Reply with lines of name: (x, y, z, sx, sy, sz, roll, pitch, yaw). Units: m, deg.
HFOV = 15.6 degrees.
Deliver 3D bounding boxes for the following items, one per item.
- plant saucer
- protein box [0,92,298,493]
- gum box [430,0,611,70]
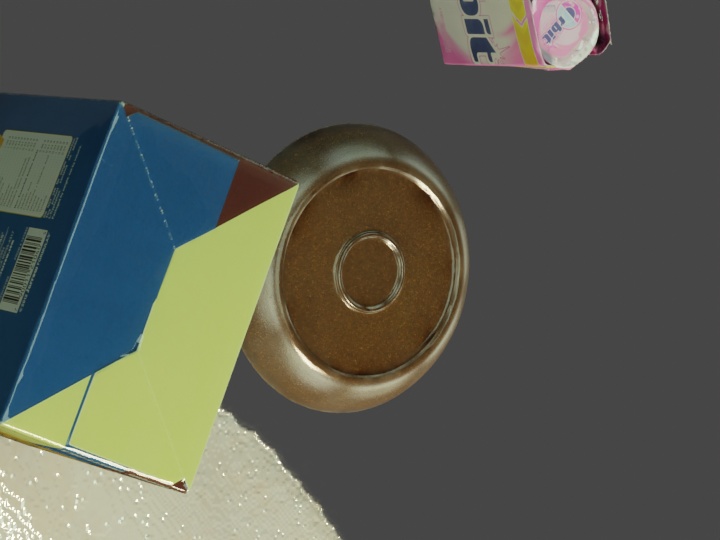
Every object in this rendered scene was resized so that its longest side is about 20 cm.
plant saucer: (0.000, 0.000, 1.801, 0.200, 0.032, 0.200, -4, 98, -32)
protein box: (-0.173, 0.008, 1.583, 0.135, 0.200, 0.199, 24, 81, -33)
gum box: (0.095, -0.232, 1.789, 0.066, 0.113, 0.200, -22, 107, -30)
